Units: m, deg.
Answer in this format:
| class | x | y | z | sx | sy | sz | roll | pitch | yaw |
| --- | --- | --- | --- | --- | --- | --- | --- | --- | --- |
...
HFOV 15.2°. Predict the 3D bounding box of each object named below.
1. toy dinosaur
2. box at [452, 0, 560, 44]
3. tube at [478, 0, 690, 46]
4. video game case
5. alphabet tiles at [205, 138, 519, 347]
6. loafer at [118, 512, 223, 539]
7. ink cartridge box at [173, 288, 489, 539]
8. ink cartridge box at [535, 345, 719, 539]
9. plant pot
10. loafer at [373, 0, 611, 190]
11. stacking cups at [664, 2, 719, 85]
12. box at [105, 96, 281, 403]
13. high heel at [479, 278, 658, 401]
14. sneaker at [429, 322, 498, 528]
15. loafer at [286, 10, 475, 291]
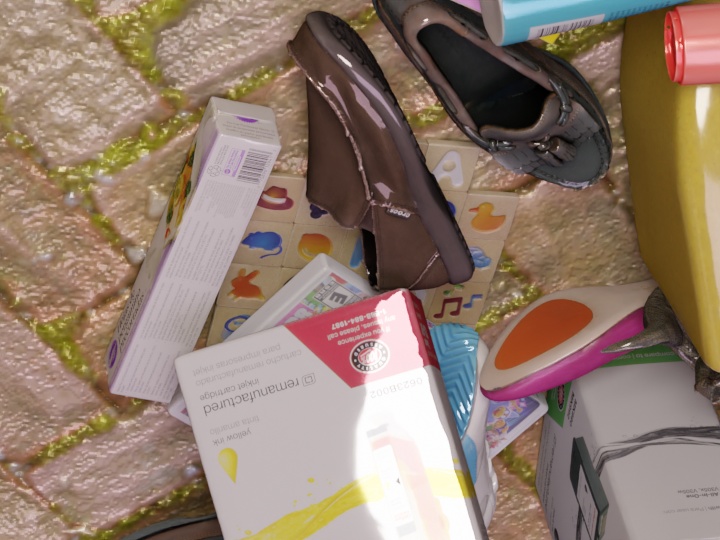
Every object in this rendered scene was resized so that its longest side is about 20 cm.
| class | x | y | z | sx | sy | sz | roll | pitch | yaw |
| --- | --- | --- | --- | --- | --- | --- | --- | --- | --- |
| toy dinosaur | 0.214 | 0.035 | 1.573 | 0.200 | 0.102 | 0.077 | -11 | 141 | -22 |
| box | 0.056 | -0.239 | 1.370 | 0.200 | 0.097 | 0.176 | 20 | 122 | -28 |
| tube | 0.160 | -0.155 | 1.362 | 0.200 | 0.077 | 0.050 | -11 | 116 | -10 |
| video game case | -0.001 | 0.082 | 1.669 | 0.200 | 0.018 | 0.143 | 33 | 116 | -34 |
| alphabet tiles | 0.000 | 0.000 | 1.617 | 0.166 | 0.006 | 0.200 | 4 | 128 | -16 |
| loafer | -0.100 | 0.193 | 1.703 | 0.200 | 0.063 | 0.072 | -26 | 133 | 19 |
| ink cartridge box | -0.009 | 0.127 | 1.557 | 0.145 | 0.200 | 0.083 | -17 | 173 | 3 |
| ink cartridge box | 0.173 | 0.146 | 1.652 | 0.084 | 0.200 | 0.146 | -3 | 130 | -10 |
| plant pot | 0.243 | -0.092 | 1.481 | 0.194 | 0.196 | 0.200 | -17 | 112 | 0 |
| loafer | 0.075 | -0.099 | 1.504 | 0.072 | 0.063 | 0.200 | -35 | 128 | 18 |
| stacking cups | 0.255 | -0.123 | 1.359 | 0.200 | 0.061 | 0.061 | -4 | 130 | -5 |
| box | -0.099 | -0.010 | 1.562 | 0.041 | 0.039 | 0.200 | 11 | 126 | -20 |
| high heel | 0.163 | 0.046 | 1.622 | 0.200 | 0.067 | 0.096 | -30 | 124 | -14 |
| sneaker | 0.045 | 0.118 | 1.657 | 0.081 | 0.076 | 0.200 | -19 | 131 | -48 |
| loafer | 0.001 | -0.056 | 1.516 | 0.071 | 0.073 | 0.200 | -26 | 125 | 2 |
